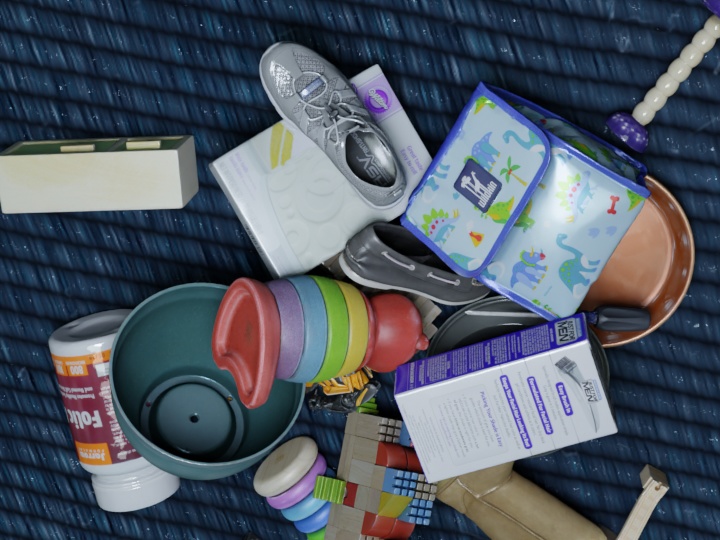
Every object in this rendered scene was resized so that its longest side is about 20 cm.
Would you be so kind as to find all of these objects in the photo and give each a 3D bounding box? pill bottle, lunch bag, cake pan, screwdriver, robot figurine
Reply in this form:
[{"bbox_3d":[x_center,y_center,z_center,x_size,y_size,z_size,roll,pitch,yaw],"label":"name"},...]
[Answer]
[{"bbox_3d":[-0.266,0.154,1.708,0.113,0.114,0.202,-9,105,11],"label":"pill bottle"},{"bbox_3d":[0.162,-0.069,1.537,0.199,0.128,0.171,30,109,-2],"label":"lunch bag"},{"bbox_3d":[0.166,0.121,1.655,0.198,0.037,0.202,4,121,7],"label":"cake pan"},{"bbox_3d":[0.204,0.049,1.591,0.198,0.029,0.028,0,125,-15],"label":"screwdriver"},{"bbox_3d":[-0.073,0.095,1.673,0.199,0.058,0.146,-7,107,28],"label":"robot figurine"}]

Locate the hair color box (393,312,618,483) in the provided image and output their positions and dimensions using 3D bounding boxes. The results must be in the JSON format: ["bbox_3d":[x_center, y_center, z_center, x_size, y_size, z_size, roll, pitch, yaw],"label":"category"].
[{"bbox_3d":[0.143,0.127,1.532,0.198,0.065,0.110,-16,114,12],"label":"hair color box"}]

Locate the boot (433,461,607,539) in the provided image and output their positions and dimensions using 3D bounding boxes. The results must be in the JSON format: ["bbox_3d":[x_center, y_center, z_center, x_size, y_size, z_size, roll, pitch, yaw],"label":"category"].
[{"bbox_3d":[0.187,0.238,1.666,0.199,0.066,0.175,37,128,-14],"label":"boot"}]

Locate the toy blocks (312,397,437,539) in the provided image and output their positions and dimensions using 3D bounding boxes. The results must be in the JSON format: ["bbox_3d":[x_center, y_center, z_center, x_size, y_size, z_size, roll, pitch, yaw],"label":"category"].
[{"bbox_3d":[0.028,0.234,1.653,0.099,0.136,0.202,14,84,-30],"label":"toy blocks"}]

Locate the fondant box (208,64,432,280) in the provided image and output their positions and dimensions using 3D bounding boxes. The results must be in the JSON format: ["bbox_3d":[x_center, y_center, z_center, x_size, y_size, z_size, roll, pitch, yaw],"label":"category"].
[{"bbox_3d":[-0.034,-0.098,1.583,0.199,0.058,0.145,-32,95,-9],"label":"fondant box"}]

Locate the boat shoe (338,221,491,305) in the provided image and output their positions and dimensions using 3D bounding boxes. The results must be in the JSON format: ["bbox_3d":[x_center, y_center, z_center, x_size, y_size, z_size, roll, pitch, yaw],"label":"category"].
[{"bbox_3d":[0.071,-0.010,1.584,0.199,0.067,0.057,7,134,-37],"label":"boat shoe"}]

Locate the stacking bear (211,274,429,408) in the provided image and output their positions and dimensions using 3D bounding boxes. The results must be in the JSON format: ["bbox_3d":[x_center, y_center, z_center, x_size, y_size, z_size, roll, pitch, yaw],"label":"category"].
[{"bbox_3d":[-0.030,0.062,1.540,0.198,0.121,0.115,0,117,-28],"label":"stacking bear"}]

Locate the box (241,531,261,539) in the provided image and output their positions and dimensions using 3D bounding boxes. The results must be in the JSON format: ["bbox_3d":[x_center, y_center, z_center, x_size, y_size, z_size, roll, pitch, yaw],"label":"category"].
[{"bbox_3d":[-0.103,0.425,1.804,0.200,0.048,0.159,39,108,-5],"label":"box"}]

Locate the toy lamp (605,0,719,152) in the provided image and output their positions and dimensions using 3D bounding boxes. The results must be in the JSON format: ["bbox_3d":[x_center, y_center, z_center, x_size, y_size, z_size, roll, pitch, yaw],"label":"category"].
[{"bbox_3d":[0.325,-0.211,1.542,0.058,0.058,0.200,39,109,-5],"label":"toy lamp"}]

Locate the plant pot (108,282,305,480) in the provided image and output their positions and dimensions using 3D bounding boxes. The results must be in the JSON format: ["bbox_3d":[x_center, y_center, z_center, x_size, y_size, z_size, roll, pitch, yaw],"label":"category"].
[{"bbox_3d":[-0.167,0.133,1.605,0.199,0.201,0.134,25,147,0],"label":"plant pot"}]

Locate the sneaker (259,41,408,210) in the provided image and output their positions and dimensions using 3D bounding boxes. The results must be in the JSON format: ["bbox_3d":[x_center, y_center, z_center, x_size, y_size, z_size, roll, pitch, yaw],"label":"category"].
[{"bbox_3d":[-0.018,-0.148,1.515,0.075,0.082,0.200,-44,96,-7],"label":"sneaker"}]

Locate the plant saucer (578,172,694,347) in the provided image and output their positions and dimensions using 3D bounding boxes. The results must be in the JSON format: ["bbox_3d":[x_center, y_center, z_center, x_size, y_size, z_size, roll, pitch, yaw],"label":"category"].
[{"bbox_3d":[0.249,-0.018,1.625,0.198,0.032,0.202,2,108,7],"label":"plant saucer"}]

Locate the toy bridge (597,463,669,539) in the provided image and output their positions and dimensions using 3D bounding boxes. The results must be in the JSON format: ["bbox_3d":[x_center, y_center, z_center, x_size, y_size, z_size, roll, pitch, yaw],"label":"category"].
[{"bbox_3d":[0.270,0.306,1.704,0.027,0.067,0.201,32,109,-9],"label":"toy bridge"}]

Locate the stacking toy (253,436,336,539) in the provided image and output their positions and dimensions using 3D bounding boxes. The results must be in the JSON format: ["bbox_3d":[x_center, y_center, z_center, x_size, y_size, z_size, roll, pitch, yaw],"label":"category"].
[{"bbox_3d":[-0.030,0.284,1.742,0.085,0.086,0.200,-33,107,16],"label":"stacking toy"}]

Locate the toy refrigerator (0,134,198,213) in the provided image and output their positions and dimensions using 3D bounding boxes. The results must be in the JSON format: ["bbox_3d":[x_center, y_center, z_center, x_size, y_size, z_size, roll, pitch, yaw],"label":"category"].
[{"bbox_3d":[-0.279,-0.106,1.649,0.198,0.076,0.071,-1,107,9],"label":"toy refrigerator"}]

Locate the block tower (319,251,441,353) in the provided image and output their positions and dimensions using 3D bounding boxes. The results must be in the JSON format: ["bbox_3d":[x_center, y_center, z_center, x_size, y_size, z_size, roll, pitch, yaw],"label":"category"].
[{"bbox_3d":[0.000,0.000,1.646,0.200,0.058,0.054,44,83,-8],"label":"block tower"}]
